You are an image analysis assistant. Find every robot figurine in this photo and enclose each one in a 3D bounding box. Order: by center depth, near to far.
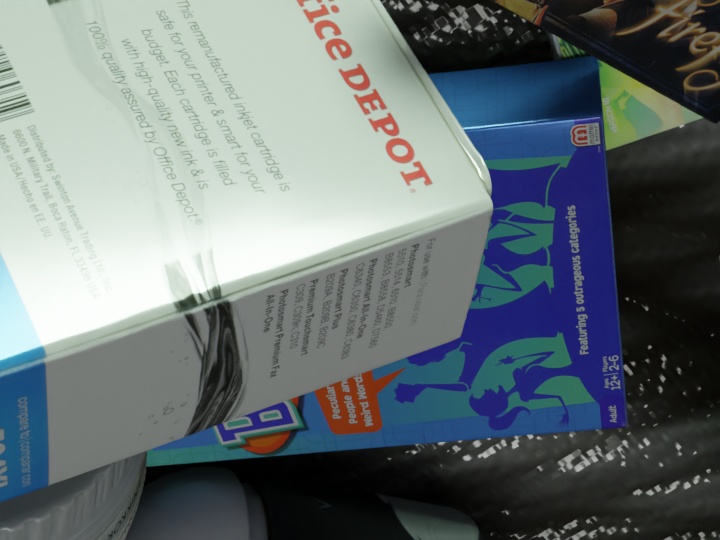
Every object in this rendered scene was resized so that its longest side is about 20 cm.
[{"bbox_3d":[-0.019,0.154,0.960,0.199,0.125,0.151,13,122,-20],"label":"robot figurine"}]

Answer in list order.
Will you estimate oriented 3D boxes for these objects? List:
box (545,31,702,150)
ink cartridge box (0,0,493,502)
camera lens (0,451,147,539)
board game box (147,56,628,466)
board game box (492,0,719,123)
[{"bbox_3d":[0.158,-0.137,0.842,0.199,0.036,0.145,-18,126,4],"label":"box"},{"bbox_3d":[-0.077,-0.022,0.746,0.199,0.146,0.084,-18,148,-19],"label":"ink cartridge box"},{"bbox_3d":[-0.166,0.087,0.838,0.159,0.160,0.200,5,142,-14],"label":"camera lens"},{"bbox_3d":[0.000,0.000,0.884,0.199,0.045,0.153,-5,127,7],"label":"board game box"},{"bbox_3d":[0.108,-0.132,0.749,0.135,0.035,0.200,-45,143,21],"label":"board game box"}]
